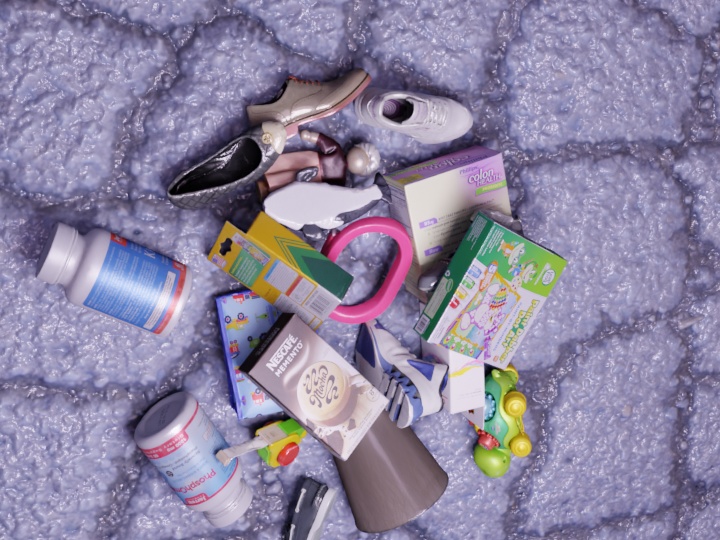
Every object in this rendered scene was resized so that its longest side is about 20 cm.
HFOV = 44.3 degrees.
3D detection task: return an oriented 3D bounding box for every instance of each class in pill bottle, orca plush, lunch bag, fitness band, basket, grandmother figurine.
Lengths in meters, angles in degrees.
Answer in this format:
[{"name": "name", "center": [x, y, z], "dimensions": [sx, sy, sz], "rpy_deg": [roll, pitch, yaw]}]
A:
[{"name": "pill bottle", "center": [-0.251, 0.295, 1.361], "dimensions": [0.108, 0.109, 0.202], "rpy_deg": [-35, 113, -8]}, {"name": "orca plush", "center": [-0.056, -0.103, 1.325], "dimensions": [0.197, 0.071, 0.107], "rpy_deg": [-25, 90, -18]}, {"name": "lunch bag", "center": [-0.140, 0.110, 1.375], "dimensions": [0.147, 0.094, 0.205], "rpy_deg": [-10, 98, -15]}, {"name": "fitness band", "center": [0.000, 0.000, 1.379], "dimensions": [0.141, 0.038, 0.202], "rpy_deg": [11, 125, -24]}, {"name": "basket", "center": [0.028, 0.301, 1.460], "dimensions": [0.177, 0.136, 0.203], "rpy_deg": [-26, 109, 3]}, {"name": "grandmother figurine", "center": [-0.063, -0.152, 1.343], "dimensions": [0.196, 0.061, 0.124], "rpy_deg": [-14, 117, -14]}, {"name": "pill bottle", "center": [-0.347, 0.009, 1.246], "dimensions": [0.197, 0.112, 0.114], "rpy_deg": [25, 95, -26]}]

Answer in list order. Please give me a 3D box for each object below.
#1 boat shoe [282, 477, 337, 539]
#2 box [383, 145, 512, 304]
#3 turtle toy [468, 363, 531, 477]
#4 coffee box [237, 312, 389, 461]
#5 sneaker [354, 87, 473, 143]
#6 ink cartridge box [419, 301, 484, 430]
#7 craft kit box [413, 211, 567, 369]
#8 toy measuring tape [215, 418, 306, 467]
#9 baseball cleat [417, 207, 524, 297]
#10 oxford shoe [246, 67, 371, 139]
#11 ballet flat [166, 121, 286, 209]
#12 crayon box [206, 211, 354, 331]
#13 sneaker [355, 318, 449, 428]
[{"name": "boat shoe", "center": [-0.097, 0.437, 1.487], "dimensions": [0.059, 0.075, 0.203], "rpy_deg": [26, 106, 13]}, {"name": "box", "center": [0.147, -0.075, 1.423], "dimensions": [0.173, 0.097, 0.204], "rpy_deg": [-19, 111, -15]}, {"name": "turtle toy", "center": [0.238, 0.265, 1.536], "dimensions": [0.099, 0.146, 0.205], "rpy_deg": [-8, 108, 5]}, {"name": "coffee box", "center": [-0.070, 0.170, 1.312], "dimensions": [0.200, 0.080, 0.114], "rpy_deg": [43, 76, -14]}, {"name": "sneaker", "center": [0.092, -0.233, 1.357], "dimensions": [0.196, 0.099, 0.077], "rpy_deg": [3, 101, -23]}, {"name": "ink cartridge box", "center": [0.152, 0.158, 1.470], "dimensions": [0.066, 0.117, 0.205], "rpy_deg": [-8, 103, -19]}, {"name": "craft kit box", "center": [0.199, 0.037, 1.338], "dimensions": [0.195, 0.048, 0.203], "rpy_deg": [19, 103, -44]}, {"name": "toy measuring tape", "center": [-0.156, 0.286, 1.394], "dimensions": [0.198, 0.072, 0.075], "rpy_deg": [-14, 113, -51]}, {"name": "baseball cleat", "center": [0.165, -0.036, 1.358], "dimensions": [0.197, 0.069, 0.109], "rpy_deg": [-20, 105, -26]}, {"name": "oxford shoe", "center": [-0.075, -0.258, 1.304], "dimensions": [0.198, 0.070, 0.076], "rpy_deg": [-32, 108, -12]}, {"name": "ballet flat", "center": [-0.189, -0.147, 1.268], "dimensions": [0.198, 0.057, 0.067], "rpy_deg": [-33, 87, 7]}, {"name": "crayon box", "center": [-0.119, -0.004, 1.301], "dimensions": [0.198, 0.126, 0.052], "rpy_deg": [35, 56, -6]}, {"name": "sneaker", "center": [0.075, 0.166, 1.414], "dimensions": [0.113, 0.201, 0.082], "rpy_deg": [-1, 129, -30]}]
